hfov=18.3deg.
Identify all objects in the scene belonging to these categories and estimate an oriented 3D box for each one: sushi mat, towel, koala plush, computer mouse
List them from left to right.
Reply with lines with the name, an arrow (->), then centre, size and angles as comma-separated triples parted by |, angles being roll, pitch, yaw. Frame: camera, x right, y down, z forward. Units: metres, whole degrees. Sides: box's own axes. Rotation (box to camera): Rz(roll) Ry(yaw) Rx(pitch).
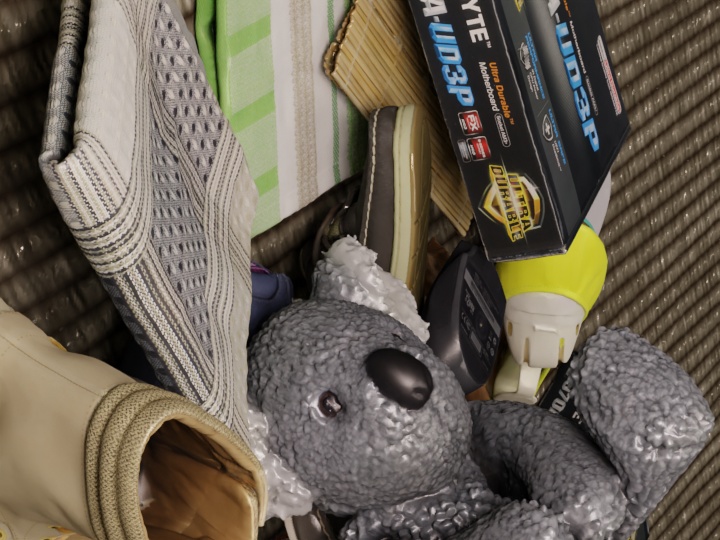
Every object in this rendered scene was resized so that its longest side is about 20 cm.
towel -> -0.078, -0.042, 0.931 | 0.200, 0.034, 0.193 | -93, 164, -47
towel -> -0.023, -0.113, 1.139 | 0.200, 0.031, 0.149 | -34, 129, -51
koala plush -> 0.022, 0.089, 1.025 | 0.177, 0.200, 0.184 | -52, 175, -26
sushi mat -> 0.035, -0.102, 1.198 | 0.200, 0.012, 0.096 | 47, 60, -56
computer mouse -> 0.060, -0.012, 1.212 | 0.059, 0.034, 0.200 | 60, 33, -37

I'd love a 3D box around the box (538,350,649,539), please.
box -> 0.148, 0.181, 1.582 | 0.159, 0.046, 0.200 | -55, 147, -36

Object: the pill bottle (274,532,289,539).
pill bottle -> -0.055, 0.217, 1.128 | 0.200, 0.113, 0.113 | -33, 130, -54

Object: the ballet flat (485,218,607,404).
ballet flat -> 0.103, 0.036, 1.332 | 0.200, 0.067, 0.067 | 111, -15, -63

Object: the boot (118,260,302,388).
boot -> -0.044, 0.046, 1.110 | 0.200, 0.073, 0.090 | 21, 89, -63

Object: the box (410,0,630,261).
box -> 0.081, -0.128, 1.181 | 0.159, 0.046, 0.200 | -55, 132, -57

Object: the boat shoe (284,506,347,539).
boat shoe -> 0.034, 0.172, 1.119 | 0.200, 0.057, 0.067 | 58, 38, -23

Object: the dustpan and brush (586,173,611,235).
dustpan and brush -> 0.132, -0.059, 1.445 | 0.200, 0.057, 0.140 | -58, 159, -21

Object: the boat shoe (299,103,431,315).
boat shoe -> 0.000, 0.000, 1.163 | 0.072, 0.066, 0.201 | -76, 171, -49

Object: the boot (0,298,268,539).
boot -> -0.104, 0.095, 0.917 | 0.073, 0.155, 0.200 | -47, 142, -28

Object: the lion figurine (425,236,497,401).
lion figurine -> 0.038, 0.090, 1.295 | 0.072, 0.123, 0.200 | -1, 125, -26
